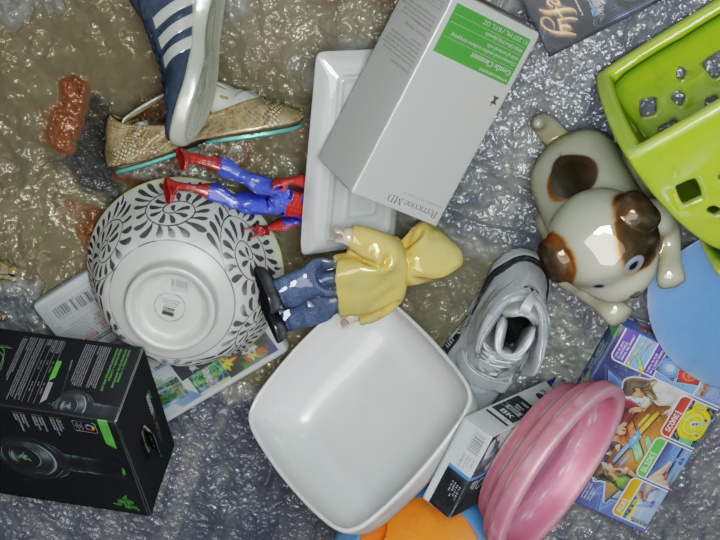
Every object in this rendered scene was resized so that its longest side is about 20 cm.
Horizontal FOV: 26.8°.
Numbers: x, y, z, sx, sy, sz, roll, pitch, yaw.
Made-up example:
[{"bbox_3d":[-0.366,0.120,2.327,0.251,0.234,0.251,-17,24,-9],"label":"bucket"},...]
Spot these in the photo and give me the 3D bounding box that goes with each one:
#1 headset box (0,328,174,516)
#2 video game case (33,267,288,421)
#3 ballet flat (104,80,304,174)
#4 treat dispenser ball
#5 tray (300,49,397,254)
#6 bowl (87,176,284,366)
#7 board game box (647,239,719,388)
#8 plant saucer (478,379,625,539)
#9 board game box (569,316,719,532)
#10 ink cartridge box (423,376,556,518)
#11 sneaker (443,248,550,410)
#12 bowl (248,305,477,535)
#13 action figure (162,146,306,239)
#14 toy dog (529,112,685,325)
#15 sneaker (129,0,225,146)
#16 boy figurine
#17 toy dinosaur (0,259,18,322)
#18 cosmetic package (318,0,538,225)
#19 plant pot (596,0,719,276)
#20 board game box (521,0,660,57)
[{"bbox_3d":[-0.291,0.153,1.509,0.198,0.093,0.175,7,141,11],"label":"headset box"},{"bbox_3d":[-0.204,0.056,1.549,0.199,0.022,0.183,-30,107,15],"label":"video game case"},{"bbox_3d":[-0.154,-0.144,1.438,0.198,0.071,0.066,-13,97,6],"label":"ballet flat"},{"bbox_3d":[0.065,0.310,1.538,0.199,0.201,0.203,2,113,4],"label":"treat dispenser ball"},{"bbox_3d":[0.001,-0.110,1.433,0.106,0.022,0.202,-8,117,-29],"label":"tray"},{"bbox_3d":[-0.177,0.019,1.469,0.198,0.094,0.203,1,113,3],"label":"bowl"},{"bbox_3d":[0.379,0.020,1.473,0.199,0.039,0.158,-34,103,15],"label":"board game box"},{"bbox_3d":[0.178,0.185,1.456,0.051,0.200,0.202,34,115,23],"label":"plant saucer"},{"bbox_3d":[0.276,0.157,1.544,0.134,0.035,0.201,24,112,-6],"label":"board game box"},{"bbox_3d":[0.142,0.170,1.478,0.039,0.199,0.100,34,116,23],"label":"ink cartridge box"},{"bbox_3d":[0.128,0.083,1.482,0.075,0.115,0.201,22,113,-5],"label":"sneaker"},{"bbox_3d":[0.010,0.146,1.487,0.200,0.200,0.075,-46,145,2],"label":"bowl"},{"bbox_3d":[-0.086,-0.069,1.448,0.198,0.052,0.066,9,123,-26],"label":"action figure"},{"bbox_3d":[0.223,-0.048,1.372,0.138,0.200,0.195,-20,111,12],"label":"toy dog"},{"bbox_3d":[-0.174,-0.217,1.386,0.084,0.075,0.202,8,87,7],"label":"sneaker"},{"bbox_3d":[0.000,0.000,1.443,0.198,0.065,0.125,-20,134,-8],"label":"boy figurine"},{"bbox_3d":[-0.439,0.039,1.554,0.198,0.058,0.102,-11,97,1],"label":"toy dinosaur"},{"bbox_3d":[0.060,-0.157,1.371,0.107,0.085,0.201,17,106,-33],"label":"cosmetic package"},{"bbox_3d":[0.345,-0.120,1.338,0.198,0.201,0.182,-31,115,15],"label":"plant pot"},{"bbox_3d":[0.185,-0.312,1.352,0.135,0.035,0.201,-26,109,14],"label":"board game box"}]
